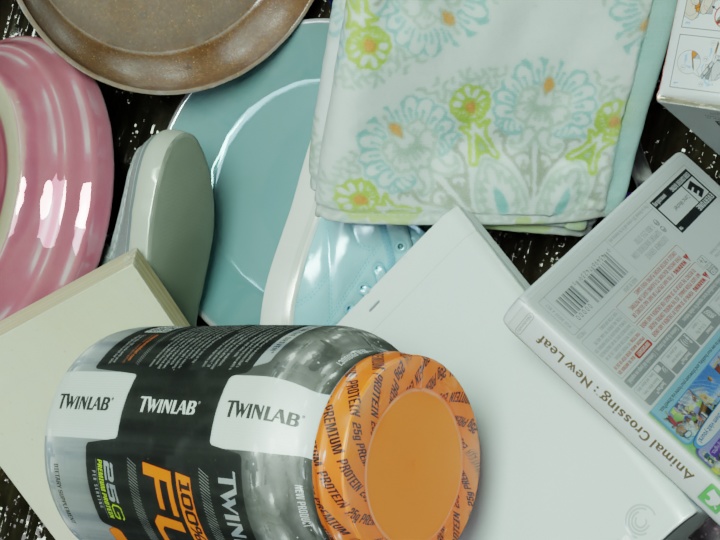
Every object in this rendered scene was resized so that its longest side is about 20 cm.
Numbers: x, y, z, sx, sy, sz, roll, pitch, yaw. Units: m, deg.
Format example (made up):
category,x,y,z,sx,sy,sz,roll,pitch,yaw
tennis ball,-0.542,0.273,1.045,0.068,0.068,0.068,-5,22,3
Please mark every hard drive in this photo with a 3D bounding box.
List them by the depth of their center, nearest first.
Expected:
category,x,y,z,sx,sy,sz,roll,pitch,yaw
hard drive,0.061,0.084,0.823,0.132,0.026,0.200,-45,59,16

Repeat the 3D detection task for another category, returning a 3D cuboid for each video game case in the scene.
category,x,y,z,sx,sy,sz,roll,pitch,yaw
video game case,0.183,0.040,0.825,0.182,0.200,0.022,43,129,9

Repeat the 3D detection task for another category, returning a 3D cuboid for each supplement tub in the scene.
category,x,y,z,sx,sy,sz,roll,pitch,yaw
supplement tub,-0.048,0.087,0.803,0.199,0.122,0.124,-3,82,43

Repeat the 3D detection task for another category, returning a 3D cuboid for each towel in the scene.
category,x,y,z,sx,sy,sz,roll,pitch,yaw
towel,0.068,-0.111,0.843,0.170,0.048,0.201,2,119,-15

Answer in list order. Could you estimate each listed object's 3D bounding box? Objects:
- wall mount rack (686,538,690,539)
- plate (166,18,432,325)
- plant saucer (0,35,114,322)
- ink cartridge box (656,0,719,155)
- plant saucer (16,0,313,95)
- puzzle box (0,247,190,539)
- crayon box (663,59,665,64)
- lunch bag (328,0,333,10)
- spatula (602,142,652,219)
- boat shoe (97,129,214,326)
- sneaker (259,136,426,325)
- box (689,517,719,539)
category,x,y,z,sx,sy,sz,roll,pitch,yaw
wall mount rack,0.082,0.177,0.889,0.199,0.075,0.175,12,126,34
plate,-0.025,-0.046,0.979,0.198,0.026,0.202,-2,84,16
plant saucer,-0.222,-0.041,0.975,0.200,0.051,0.202,-12,73,42
ink cartridge box,0.229,-0.158,0.851,0.083,0.175,0.202,10,86,26
plant saucer,-0.109,-0.200,0.937,0.201,0.200,0.034,-58,31,3
puzzle box,-0.128,0.100,0.936,0.132,0.025,0.201,-27,112,10
crayon box,0.141,-0.221,0.912,0.126,0.051,0.202,8,86,-13
lunch bag,0.020,-0.224,0.894,0.093,0.200,0.152,16,88,16
spatula,0.149,-0.080,0.934,0.056,0.021,0.202,-9,77,-7
boat shoe,-0.133,0.014,0.959,0.071,0.070,0.203,15,110,23
sneaker,0.000,0.000,0.917,0.081,0.074,0.202,12,88,19
box,0.210,0.184,0.876,0.075,0.050,0.202,-10,82,15
